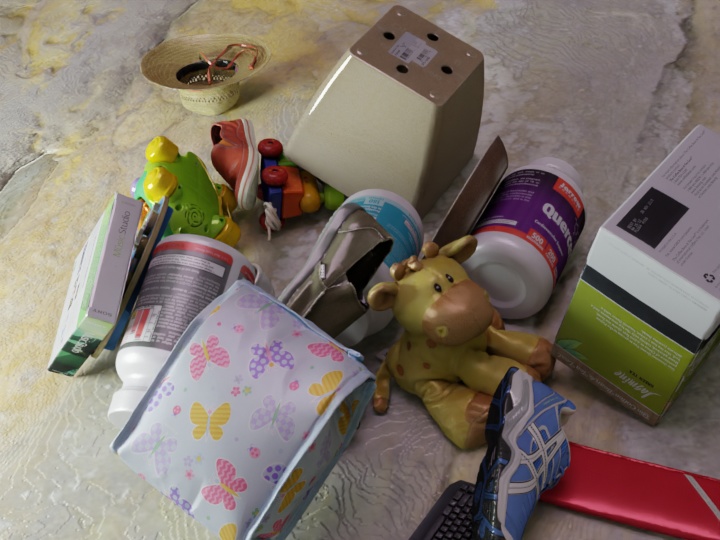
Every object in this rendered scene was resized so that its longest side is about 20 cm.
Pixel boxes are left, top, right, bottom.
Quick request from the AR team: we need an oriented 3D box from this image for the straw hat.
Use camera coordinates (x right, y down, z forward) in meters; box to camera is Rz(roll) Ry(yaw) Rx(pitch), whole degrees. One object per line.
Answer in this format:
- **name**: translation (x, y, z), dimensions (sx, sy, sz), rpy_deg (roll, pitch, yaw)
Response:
- **straw hat**: translation (-0.231, -0.285, 1.710), dimensions (0.199, 0.086, 0.202), rpy_deg (-2, 38, 1)

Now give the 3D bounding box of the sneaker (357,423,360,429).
- **sneaker**: translation (-0.051, 0.108, 1.187), dimensions (0.115, 0.076, 0.201), rpy_deg (-12, 46, -13)

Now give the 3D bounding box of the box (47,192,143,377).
- **box**: translation (-0.292, 0.020, 1.223), dimensions (0.036, 0.200, 0.145), rpy_deg (17, 63, -19)

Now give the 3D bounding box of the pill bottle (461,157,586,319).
- **pill bottle**: translation (0.191, -0.044, 1.280), dimensions (0.112, 0.113, 0.200), rpy_deg (10, 42, 24)

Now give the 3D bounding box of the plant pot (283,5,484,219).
- **plant pot**: translation (0.049, -0.209, 1.416), dimensions (0.199, 0.178, 0.200), rpy_deg (32, 49, 8)

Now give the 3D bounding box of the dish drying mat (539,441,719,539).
- **dish drying mat**: translation (0.248, 0.201, 1.030), dimensions (0.199, 0.018, 0.077), rpy_deg (11, 43, 25)

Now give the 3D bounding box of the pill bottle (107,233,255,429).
- **pill bottle**: translation (-0.189, 0.073, 1.174), dimensions (0.115, 0.116, 0.201), rpy_deg (5, 62, 19)

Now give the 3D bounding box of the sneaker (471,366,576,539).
- **sneaker**: translation (0.150, 0.178, 1.008), dimensions (0.076, 0.076, 0.201), rpy_deg (21, 52, -3)

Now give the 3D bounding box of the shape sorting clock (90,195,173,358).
- **shape sorting clock**: translation (-0.266, 0.006, 1.275), dimensions (0.039, 0.201, 0.201), rpy_deg (23, 38, -11)

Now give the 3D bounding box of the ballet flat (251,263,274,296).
- **ballet flat**: translation (-0.187, 0.051, 1.284), dimensions (0.199, 0.070, 0.069), rpy_deg (-31, 42, -25)

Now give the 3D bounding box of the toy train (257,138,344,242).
- **toy train**: translation (-0.071, -0.091, 1.437), dimensions (0.115, 0.085, 0.201), rpy_deg (-1, 36, -10)

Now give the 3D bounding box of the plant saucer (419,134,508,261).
- **plant saucer**: translation (0.117, -0.060, 1.274), dimensions (0.032, 0.201, 0.201), rpy_deg (30, 46, 4)

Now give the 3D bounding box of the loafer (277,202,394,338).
- **loafer**: translation (-0.031, 0.029, 1.114), dimensions (0.069, 0.075, 0.201), rpy_deg (24, 82, 25)

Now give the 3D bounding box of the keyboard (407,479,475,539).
- **keyboard**: translation (0.085, 0.270, 0.979), dimensions (0.126, 0.021, 0.200), rpy_deg (16, 45, 30)

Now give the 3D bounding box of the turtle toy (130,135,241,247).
- **turtle toy**: translation (-0.237, -0.092, 1.437), dimensions (0.101, 0.146, 0.201), rpy_deg (-39, 33, 18)

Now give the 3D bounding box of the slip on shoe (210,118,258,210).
- **slip on shoe**: translation (-0.165, -0.140, 1.464), dimensions (0.061, 0.075, 0.201), rpy_deg (0, 34, -12)

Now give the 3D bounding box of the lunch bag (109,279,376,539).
- **lunch bag**: translation (-0.097, 0.132, 1.029), dimensions (0.169, 0.127, 0.201), rpy_deg (31, 88, 18)

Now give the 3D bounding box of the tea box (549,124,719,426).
- **tea box**: translation (0.311, 0.005, 1.100), dimensions (0.133, 0.198, 0.200), rpy_deg (35, 55, 20)

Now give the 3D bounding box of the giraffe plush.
- **giraffe plush**: translation (0.090, 0.055, 1.133), dimensions (0.199, 0.163, 0.173), rpy_deg (12, 43, 26)

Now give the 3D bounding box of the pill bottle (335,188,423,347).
- **pill bottle**: translation (0.000, 0.000, 1.254), dimensions (0.110, 0.112, 0.200), rpy_deg (2, 33, 16)
